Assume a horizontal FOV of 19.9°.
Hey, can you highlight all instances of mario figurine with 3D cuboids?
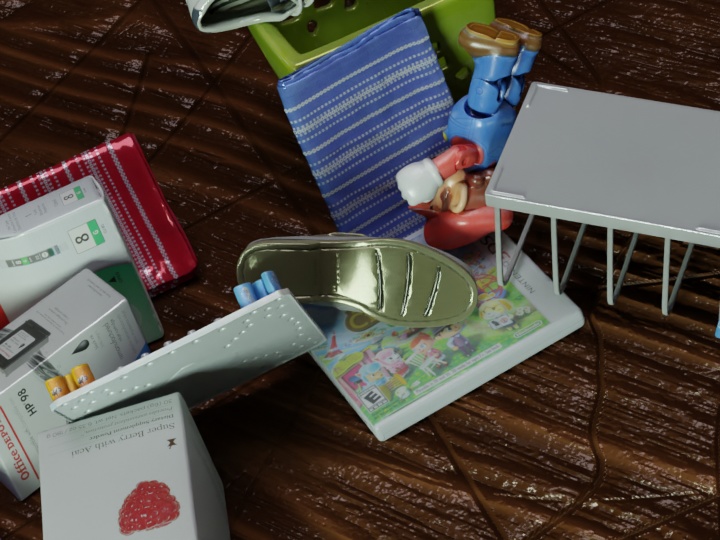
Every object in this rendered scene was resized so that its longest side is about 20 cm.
[{"bbox_3d":[0.082,-0.115,1.727,0.123,0.200,0.106,5,21,-26],"label":"mario figurine"}]

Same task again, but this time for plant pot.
[{"bbox_3d":[0.013,-0.203,1.876,0.200,0.182,0.199,-25,42,-7],"label":"plant pot"}]

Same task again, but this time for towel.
[{"bbox_3d":[0.024,-0.111,1.762,0.145,0.200,0.024,-30,28,-12],"label":"towel"},{"bbox_3d":[-0.260,-0.020,1.824,0.200,0.145,0.022,-25,4,-7],"label":"towel"}]

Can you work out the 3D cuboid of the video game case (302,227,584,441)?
[{"bbox_3d":[0.057,0.038,1.725,0.200,0.022,0.182,-29,43,-11],"label":"video game case"}]

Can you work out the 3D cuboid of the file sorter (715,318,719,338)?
[{"bbox_3d":[0.389,-0.007,1.544,0.200,0.123,0.139,17,51,14],"label":"file sorter"}]

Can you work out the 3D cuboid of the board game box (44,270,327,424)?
[{"bbox_3d":[-0.134,0.071,1.624,0.200,0.200,0.026,-27,76,1],"label":"board game box"}]

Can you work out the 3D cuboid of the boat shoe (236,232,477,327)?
[{"bbox_3d":[0.000,0.000,1.710,0.200,0.075,0.068,9,13,3],"label":"boat shoe"}]

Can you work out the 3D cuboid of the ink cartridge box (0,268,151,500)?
[{"bbox_3d":[-0.270,0.106,1.701,0.200,0.116,0.067,-38,47,-20],"label":"ink cartridge box"}]

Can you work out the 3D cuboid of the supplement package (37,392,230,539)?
[{"bbox_3d":[-0.165,0.213,1.547,0.121,0.120,0.200,-17,42,2],"label":"supplement package"}]

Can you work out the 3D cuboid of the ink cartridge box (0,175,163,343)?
[{"bbox_3d":[-0.287,0.028,1.755,0.200,0.161,0.050,-26,39,-8],"label":"ink cartridge box"}]

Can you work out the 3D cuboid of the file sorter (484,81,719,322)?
[{"bbox_3d":[0.219,-0.049,1.664,0.200,0.125,0.139,11,49,17],"label":"file sorter"}]

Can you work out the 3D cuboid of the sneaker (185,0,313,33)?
[{"bbox_3d":[-0.056,-0.252,1.776,0.200,0.073,0.071,-20,50,12],"label":"sneaker"}]
